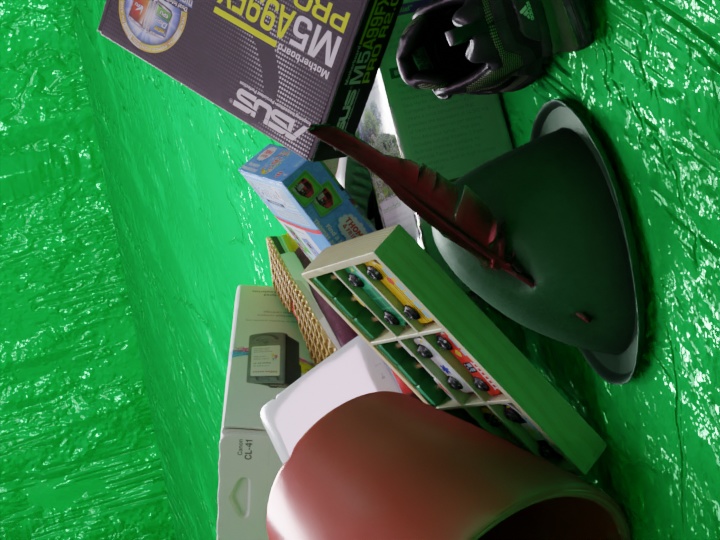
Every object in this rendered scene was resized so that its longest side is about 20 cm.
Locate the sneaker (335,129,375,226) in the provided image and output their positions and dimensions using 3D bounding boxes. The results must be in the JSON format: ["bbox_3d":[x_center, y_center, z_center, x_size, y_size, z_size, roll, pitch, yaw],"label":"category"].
[{"bbox_3d":[0.013,-0.026,1.620,0.105,0.075,0.201,31,139,65],"label":"sneaker"}]

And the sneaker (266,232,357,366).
[{"bbox_3d":[-0.012,0.021,1.746,0.200,0.090,0.075,-121,18,-48],"label":"sneaker"}]

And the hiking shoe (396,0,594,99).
[{"bbox_3d":[0.062,-0.140,1.230,0.200,0.100,0.076,156,100,-77],"label":"hiking shoe"}]

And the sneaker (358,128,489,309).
[{"bbox_3d":[0.038,-0.064,1.467,0.079,0.078,0.201,160,94,-71],"label":"sneaker"}]

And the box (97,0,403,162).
[{"bbox_3d":[-0.068,-0.186,1.358,0.200,0.044,0.161,33,114,27],"label":"box"}]

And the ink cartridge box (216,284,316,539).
[{"bbox_3d":[-0.074,0.129,1.786,0.200,0.085,0.148,-89,2,-54],"label":"ink cartridge box"}]

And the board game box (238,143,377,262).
[{"bbox_3d":[0.000,0.000,1.484,0.200,0.037,0.151,53,172,-14],"label":"board game box"}]

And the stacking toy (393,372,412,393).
[{"bbox_3d":[0.030,0.116,1.730,0.200,0.085,0.086,122,132,-63],"label":"stacking toy"}]

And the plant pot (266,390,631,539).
[{"bbox_3d":[0.044,0.181,1.346,0.177,0.200,0.201,37,143,42],"label":"plant pot"}]

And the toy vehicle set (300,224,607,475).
[{"bbox_3d":[0.059,0.057,1.359,0.200,0.027,0.124,46,159,-11],"label":"toy vehicle set"}]

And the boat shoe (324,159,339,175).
[{"bbox_3d":[-0.014,-0.094,1.681,0.063,0.073,0.202,35,141,60],"label":"boat shoe"}]

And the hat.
[{"bbox_3d":[0.055,-0.008,1.233,0.166,0.175,0.201,-162,59,-75],"label":"hat"}]

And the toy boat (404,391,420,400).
[{"bbox_3d":[0.072,0.186,1.569,0.130,0.130,0.201,-23,81,46],"label":"toy boat"}]

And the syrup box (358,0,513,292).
[{"bbox_3d":[0.050,-0.083,1.384,0.079,0.081,0.201,158,98,-72],"label":"syrup box"}]

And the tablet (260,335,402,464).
[{"bbox_3d":[0.007,0.160,1.494,0.130,0.014,0.201,-37,71,37],"label":"tablet"}]
